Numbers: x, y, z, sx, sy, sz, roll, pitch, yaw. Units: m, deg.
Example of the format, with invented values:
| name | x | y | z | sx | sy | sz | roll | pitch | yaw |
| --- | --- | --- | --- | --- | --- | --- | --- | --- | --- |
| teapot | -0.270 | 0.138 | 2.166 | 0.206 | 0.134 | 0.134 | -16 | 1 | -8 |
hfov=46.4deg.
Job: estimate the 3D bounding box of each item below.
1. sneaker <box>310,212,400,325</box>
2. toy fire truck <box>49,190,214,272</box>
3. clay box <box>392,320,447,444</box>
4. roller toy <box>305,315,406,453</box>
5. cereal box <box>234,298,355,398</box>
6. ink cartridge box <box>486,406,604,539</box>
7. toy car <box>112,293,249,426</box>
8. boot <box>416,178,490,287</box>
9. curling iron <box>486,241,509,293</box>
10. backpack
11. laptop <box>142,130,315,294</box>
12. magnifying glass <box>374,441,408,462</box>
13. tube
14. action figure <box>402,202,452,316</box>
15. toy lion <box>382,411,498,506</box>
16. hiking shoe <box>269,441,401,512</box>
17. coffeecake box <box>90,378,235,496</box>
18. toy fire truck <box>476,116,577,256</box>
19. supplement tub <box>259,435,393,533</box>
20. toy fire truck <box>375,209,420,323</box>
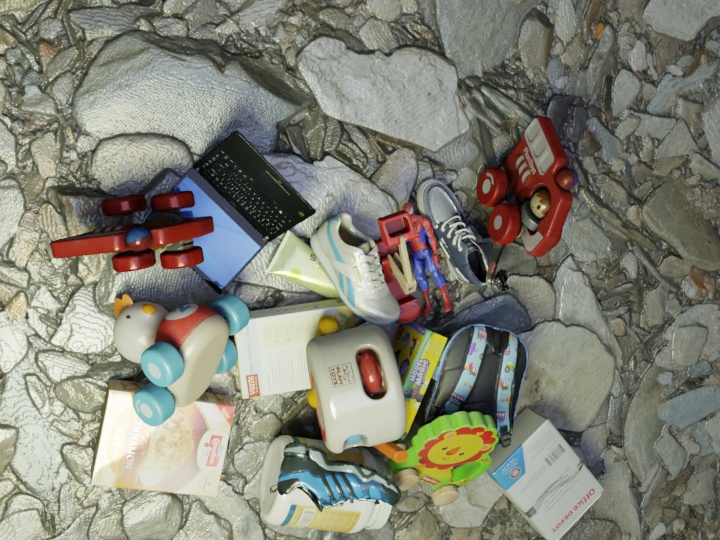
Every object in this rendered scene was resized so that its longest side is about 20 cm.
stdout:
| name | x | y | z | sx | sy | sz | roll | pitch | yaw |
| --- | --- | --- | --- | --- | --- | --- | --- | --- | --- |
| sneaker | 0.000 | 0.000 | 1.363 | 0.200 | 0.081 | 0.076 | 52 | 41 | 5 |
| toy fire truck | -0.325 | -0.049 | 1.229 | 0.199 | 0.168 | 0.113 | -4 | 102 | 15 |
| clay box | 0.072 | 0.188 | 1.437 | 0.047 | 0.115 | 0.201 | 23 | 90 | -19 |
| roller toy | -0.015 | 0.183 | 1.310 | 0.139 | 0.183 | 0.201 | -11 | 113 | -9 |
| cereal box | -0.107 | 0.128 | 1.389 | 0.199 | 0.040 | 0.145 | -7 | 113 | -11 |
| ink cartridge box | 0.334 | 0.381 | 1.566 | 0.145 | 0.084 | 0.200 | -42 | 108 | -8 |
| toy car | -0.308 | 0.095 | 1.280 | 0.199 | 0.184 | 0.178 | 34 | 130 | 14 |
| boot | 0.168 | -0.065 | 1.442 | 0.073 | 0.090 | 0.201 | -32 | 107 | -10 |
| curling iron | 0.243 | -0.038 | 1.449 | 0.050 | 0.025 | 0.201 | 50 | 39 | -35 |
| backpack | 0.191 | 0.186 | 1.464 | 0.181 | 0.134 | 0.201 | 13 | 95 | -19 |
| laptop | -0.206 | -0.086 | 1.311 | 0.177 | 0.199 | 0.104 | 45 | 45 | -19 |
| magnifying glass | 0.016 | 0.272 | 1.387 | 0.079 | 0.200 | 0.023 | -4 | 103 | -29 |
| tube | -0.055 | 0.015 | 1.407 | 0.199 | 0.052 | 0.058 | 30 | 46 | -16 |
| action figure | 0.107 | -0.021 | 1.446 | 0.065 | 0.052 | 0.201 | -11 | 103 | 26 |
| toy lion | 0.150 | 0.302 | 1.385 | 0.191 | 0.069 | 0.200 | -36 | 138 | 20 |
| hiking shoe | -0.036 | 0.338 | 1.305 | 0.199 | 0.074 | 0.087 | 20 | 69 | -4 |
| coffeecake box | -0.317 | 0.269 | 1.347 | 0.199 | 0.073 | 0.155 | 11 | 94 | -19 |
| toy fire truck | 0.291 | -0.135 | 1.401 | 0.111 | 0.201 | 0.168 | 6 | 140 | -23 |
| supplement tub | -0.057 | 0.360 | 1.406 | 0.199 | 0.145 | 0.146 | 13 | 94 | -19 |
| toy fire truck | 0.063 | -0.001 | 1.391 | 0.048 | 0.141 | 0.201 | -20 | 103 | -14 |
